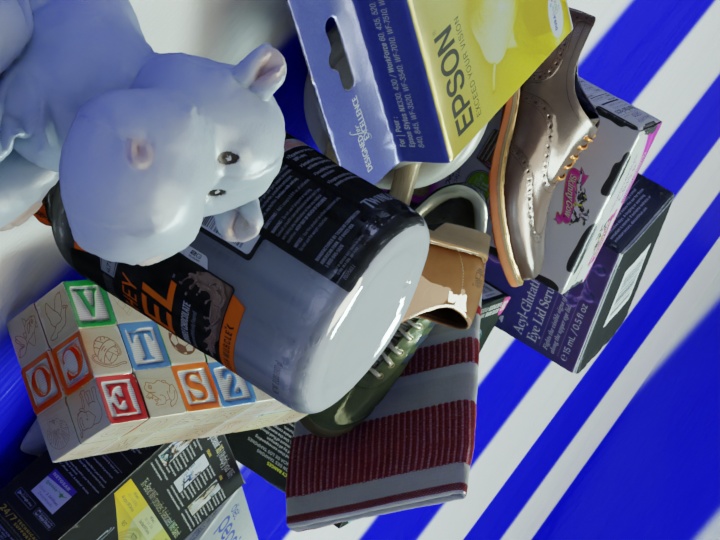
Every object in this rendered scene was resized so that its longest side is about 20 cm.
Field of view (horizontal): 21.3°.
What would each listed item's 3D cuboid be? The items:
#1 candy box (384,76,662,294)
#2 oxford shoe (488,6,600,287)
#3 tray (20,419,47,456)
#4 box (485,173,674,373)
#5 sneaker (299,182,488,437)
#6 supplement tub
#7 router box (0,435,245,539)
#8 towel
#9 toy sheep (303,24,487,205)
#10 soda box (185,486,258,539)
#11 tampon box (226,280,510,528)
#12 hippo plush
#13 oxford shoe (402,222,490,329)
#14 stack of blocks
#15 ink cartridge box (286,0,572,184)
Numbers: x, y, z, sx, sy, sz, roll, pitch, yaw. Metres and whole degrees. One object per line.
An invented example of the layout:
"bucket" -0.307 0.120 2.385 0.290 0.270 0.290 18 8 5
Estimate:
"candy box" 0.099 -0.092 1.390 0.061 0.200 0.137 -24 142 -62
"oxford shoe" 0.126 -0.082 1.309 0.071 0.073 0.200 -69 161 -68
"tray" -0.142 0.042 1.239 0.200 0.022 0.107 -58 163 -4
"box" 0.139 -0.036 1.605 0.104 0.200 0.148 -43 156 -42
"sneaker" 0.022 0.019 1.288 0.200 0.067 0.090 -55 180 -13
"supplement tub" -0.075 -0.023 1.005 0.123 0.200 0.123 -51 162 -24
"router box" -0.159 0.151 1.256 0.157 0.052 0.200 -42 162 -13
"towel" 0.019 0.083 1.334 0.023 0.144 0.200 48 37 -42
"toy sheep" 0.023 -0.112 1.263 0.138 0.138 0.200 -63 180 13
"soda box" -0.126 0.211 1.501 0.068 0.063 0.200 -52 162 -20
"tampon box" 0.004 0.081 1.542 0.200 0.126 0.150 -64 162 15
"hippo plush" -0.118 -0.057 0.887 0.200 0.161 0.160 -39 154 -49
"oxford shoe" 0.000 0.000 1.177 0.200 0.071 0.071 10 79 -34
"stack of blocks" -0.108 0.038 1.133 0.059 0.115 0.200 -33 162 38
"ink cartridge box" 0.044 -0.168 1.128 0.200 0.047 0.198 -50 140 -32
